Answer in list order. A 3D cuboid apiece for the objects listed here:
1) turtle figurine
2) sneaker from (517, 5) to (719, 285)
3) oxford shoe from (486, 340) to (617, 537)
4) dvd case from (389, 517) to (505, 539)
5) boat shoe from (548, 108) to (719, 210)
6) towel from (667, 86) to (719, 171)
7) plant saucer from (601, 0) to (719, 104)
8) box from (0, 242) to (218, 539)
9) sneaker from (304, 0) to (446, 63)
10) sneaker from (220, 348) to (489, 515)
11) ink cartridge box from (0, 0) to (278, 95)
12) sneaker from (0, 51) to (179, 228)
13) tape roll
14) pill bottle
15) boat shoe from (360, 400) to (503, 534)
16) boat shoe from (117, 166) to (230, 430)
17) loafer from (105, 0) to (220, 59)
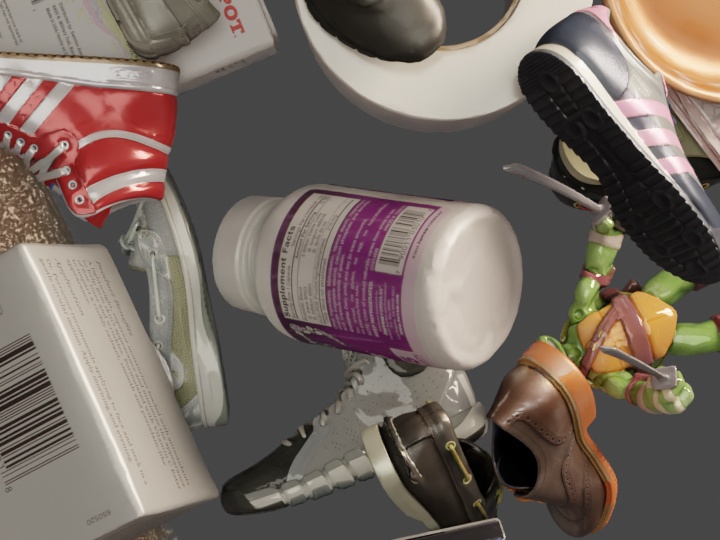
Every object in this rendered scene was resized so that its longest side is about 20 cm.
[{"bbox_3d":[0.210,0.020,1.265,0.194,0.144,0.200,-17,129,-15],"label":"turtle figurine"},{"bbox_3d":[0.188,-0.084,1.197,0.200,0.070,0.082,53,55,-18],"label":"sneaker"},{"bbox_3d":[0.123,0.131,1.268,0.073,0.200,0.071,-42,50,-18],"label":"oxford shoe"},{"bbox_3d":[-0.002,0.236,1.268,0.200,0.150,0.025,-10,52,-8],"label":"dvd case"},{"bbox_3d":[0.229,-0.091,1.319,0.201,0.063,0.074,-13,70,-13],"label":"boat shoe"},{"bbox_3d":[0.327,-0.126,1.300,0.200,0.032,0.191,-39,89,-17],"label":"towel"},{"bbox_3d":[0.250,-0.212,1.238,0.200,0.037,0.201,-2,100,-10],"label":"plant saucer"},{"bbox_3d":[-0.237,0.110,1.255,0.200,0.131,0.199,-28,81,16],"label":"box"},{"bbox_3d":[-0.022,-0.211,1.165,0.076,0.091,0.200,-43,92,-1],"label":"sneaker"},{"bbox_3d":[-0.017,0.096,1.323,0.200,0.075,0.116,-18,86,-9],"label":"sneaker"},{"bbox_3d":[-0.173,-0.185,1.307,0.200,0.084,0.145,-22,91,1],"label":"ink cartridge box"},{"bbox_3d":[-0.222,-0.086,1.234,0.200,0.071,0.113,2,90,-2],"label":"sneaker"},{"bbox_3d":[0.055,-0.198,1.278,0.202,0.139,0.203,0,90,1],"label":"tape roll"},{"bbox_3d":[0.000,0.000,1.260,0.200,0.112,0.113,9,91,37],"label":"pill bottle"},{"bbox_3d":[0.065,0.147,1.260,0.061,0.201,0.072,-29,58,8],"label":"boat shoe"},{"bbox_3d":[-0.140,0.017,1.318,0.065,0.074,0.202,-12,98,-4],"label":"boat shoe"},{"bbox_3d":[-0.161,-0.239,1.234,0.070,0.070,0.200,-27,95,-4],"label":"loafer"}]
